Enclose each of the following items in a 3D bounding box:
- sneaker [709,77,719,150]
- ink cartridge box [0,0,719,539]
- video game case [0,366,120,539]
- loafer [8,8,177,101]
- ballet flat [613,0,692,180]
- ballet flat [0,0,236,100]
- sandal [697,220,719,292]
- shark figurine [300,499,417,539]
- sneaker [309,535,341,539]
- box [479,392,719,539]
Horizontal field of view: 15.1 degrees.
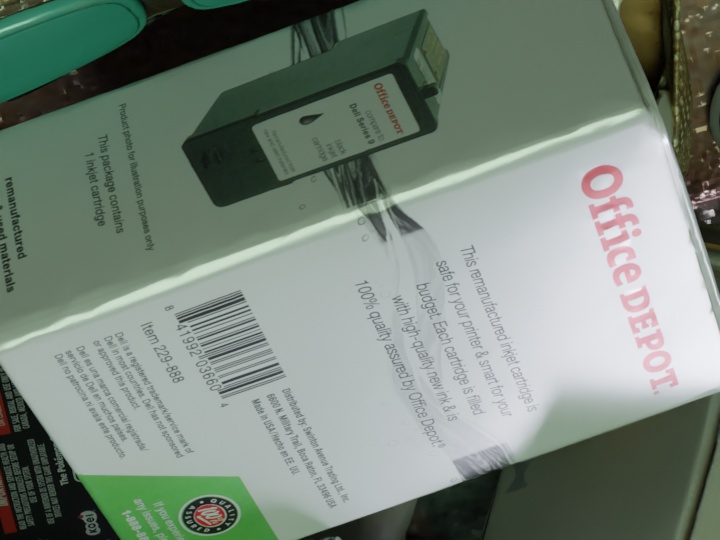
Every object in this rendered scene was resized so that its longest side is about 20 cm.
[{"bbox_3d":[0.200,0.008,0.934,0.200,0.088,0.076,36,111,-22],"label":"sneaker"},{"bbox_3d":[0.000,0.000,0.826,0.200,0.084,0.146,-19,140,4],"label":"ink cartridge box"},{"bbox_3d":[-0.148,0.052,0.926,0.181,0.026,0.200,-10,139,-4],"label":"video game case"},{"bbox_3d":[-0.047,-0.127,0.856,0.200,0.072,0.063,-32,99,5],"label":"loafer"},{"bbox_3d":[0.074,-0.077,0.883,0.070,0.065,0.200,-2,122,7],"label":"ballet flat"},{"bbox_3d":[-0.068,-0.100,0.790,0.200,0.071,0.065,-20,80,-3],"label":"ballet flat"},{"bbox_3d":[0.053,0.018,0.928,0.200,0.055,0.082,1,158,-4],"label":"sandal"},{"bbox_3d":[0.014,0.159,1.009,0.128,0.090,0.215,-24,117,11],"label":"shark figurine"},{"bbox_3d":[0.012,0.165,0.912,0.080,0.076,0.200,-33,129,13],"label":"sneaker"},{"bbox_3d":[0.150,0.135,0.961,0.200,0.109,0.128,32,149,-23],"label":"box"}]
